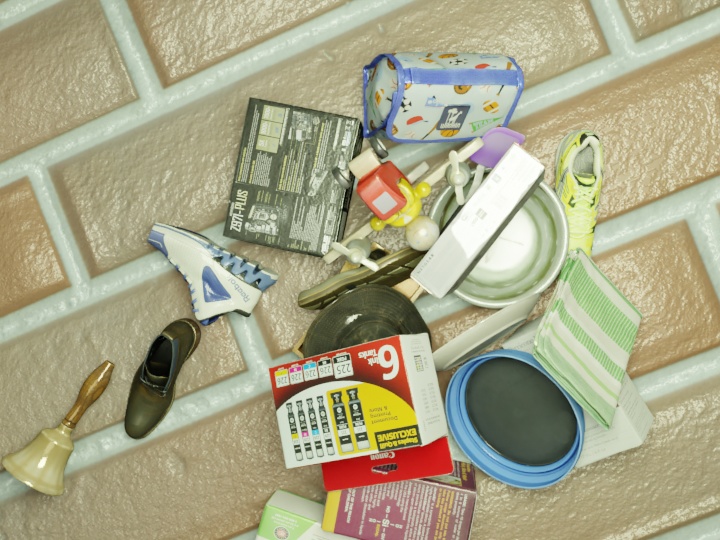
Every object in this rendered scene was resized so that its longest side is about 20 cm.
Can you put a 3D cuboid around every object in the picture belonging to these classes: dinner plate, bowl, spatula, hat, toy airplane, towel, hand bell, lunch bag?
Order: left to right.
[{"bbox_3d":[-0.436,0.223,1.161,0.104,0.104,0.201,31,82,4],"label":"hand bell"},{"bbox_3d":[0.020,0.125,1.064,0.199,0.081,0.202,-7,115,-15],"label":"hat"},{"bbox_3d":[0.055,-0.085,1.007,0.198,0.200,0.142,-27,75,-31],"label":"toy airplane"},{"bbox_3d":[0.101,-0.228,1.010,0.169,0.200,0.125,-3,93,-13],"label":"lunch bag"},{"bbox_3d":[0.148,-0.106,1.038,0.056,0.021,0.201,16,118,-25],"label":"spatula"},{"bbox_3d":[0.162,0.090,1.030,0.199,0.200,0.024,-34,76,5],"label":"dinner plate"},{"bbox_3d":[0.213,0.201,1.062,0.199,0.039,0.202,14,116,31],"label":"bowl"},{"bbox_3d":[0.299,0.081,0.999,0.153,0.200,0.023,44,139,-13],"label":"towel"}]

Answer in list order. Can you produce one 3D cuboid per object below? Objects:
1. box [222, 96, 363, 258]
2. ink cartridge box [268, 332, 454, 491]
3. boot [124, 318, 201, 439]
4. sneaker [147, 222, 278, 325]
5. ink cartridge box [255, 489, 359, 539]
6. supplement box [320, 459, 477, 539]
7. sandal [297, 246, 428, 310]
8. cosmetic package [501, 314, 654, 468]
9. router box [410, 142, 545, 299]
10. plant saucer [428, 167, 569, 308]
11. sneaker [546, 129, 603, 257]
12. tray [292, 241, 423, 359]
[{"bbox_3d":[-0.093,-0.129,1.106,0.162,0.086,0.202,11,92,5],"label":"box"},{"bbox_3d":[0.000,0.185,0.963,0.199,0.084,0.177,-17,79,28],"label":"ink cartridge box"},{"bbox_3d":[-0.308,0.163,1.129,0.074,0.097,0.201,26,93,4],"label":"boot"},{"bbox_3d":[-0.231,0.014,1.126,0.198,0.081,0.116,26,91,3],"label":"sneaker"},{"bbox_3d":[-0.091,0.446,1.121,0.144,0.084,0.201,18,93,5],"label":"ink cartridge box"},{"bbox_3d":[0.057,0.317,1.082,0.198,0.131,0.104,11,93,6],"label":"supplement box"},{"bbox_3d":[0.000,0.000,1.079,0.199,0.080,0.054,-21,68,10],"label":"sandal"},{"bbox_3d":[0.299,0.153,1.059,0.113,0.081,0.201,-35,88,36],"label":"cosmetic package"},{"bbox_3d":[0.155,-0.059,0.984,0.049,0.179,0.200,39,99,9],"label":"router box"},{"bbox_3d":[0.194,-0.048,1.093,0.198,0.050,0.202,1,93,14],"label":"plant saucer"},{"bbox_3d":[0.298,-0.098,1.075,0.075,0.076,0.202,1,93,4],"label":"sneaker"},{"bbox_3d":[-0.001,0.067,1.128,0.098,0.037,0.200,38,95,3],"label":"tray"}]
